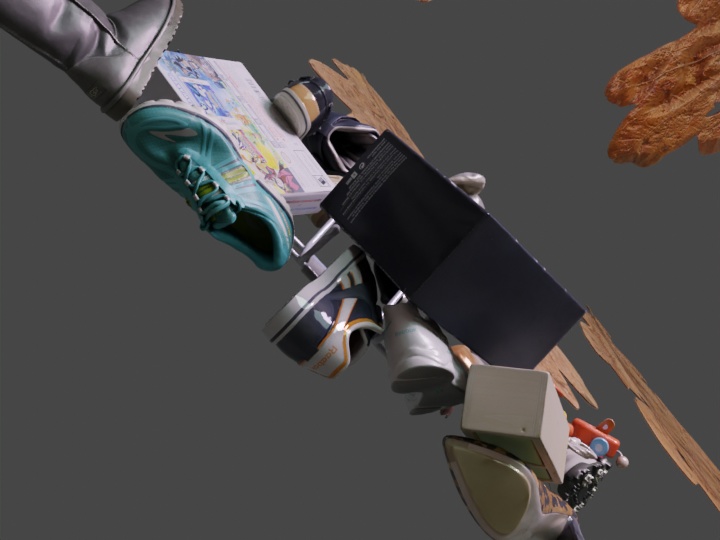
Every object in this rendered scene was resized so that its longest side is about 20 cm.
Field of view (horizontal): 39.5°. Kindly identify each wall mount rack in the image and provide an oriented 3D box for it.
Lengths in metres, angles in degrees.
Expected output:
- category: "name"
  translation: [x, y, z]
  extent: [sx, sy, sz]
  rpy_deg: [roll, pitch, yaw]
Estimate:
- category: "wall mount rack"
  translation: [0.000, 0.000, 1.087]
  extent: [0.200, 0.075, 0.174]
  rpy_deg: [47, 11, -7]

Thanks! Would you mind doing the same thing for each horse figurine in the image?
- category: "horse figurine"
  translation: [0.128, 0.135, 1.164]
  extent: [0.133, 0.050, 0.200]
  rpy_deg: [62, 15, 24]

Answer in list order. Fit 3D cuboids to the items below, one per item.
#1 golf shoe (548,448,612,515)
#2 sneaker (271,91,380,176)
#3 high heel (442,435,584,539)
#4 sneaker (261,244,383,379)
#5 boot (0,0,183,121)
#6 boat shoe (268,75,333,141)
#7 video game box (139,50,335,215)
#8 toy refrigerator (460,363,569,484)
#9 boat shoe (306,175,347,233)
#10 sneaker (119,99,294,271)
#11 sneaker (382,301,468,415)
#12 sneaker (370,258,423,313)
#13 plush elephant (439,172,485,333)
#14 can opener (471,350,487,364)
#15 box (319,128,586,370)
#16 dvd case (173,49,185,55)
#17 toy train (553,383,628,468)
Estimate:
- category: "golf shoe"
  translation: [0.244, 0.243, 1.210]
  extent: [0.088, 0.077, 0.200]
  rpy_deg: [35, 3, 18]
- category: "sneaker"
  translation: [-0.021, -0.157, 1.348]
  extent: [0.146, 0.077, 0.202]
  rpy_deg: [27, -3, 34]
- category: "high heel"
  translation: [0.141, 0.214, 0.977]
  extent: [0.200, 0.071, 0.143]
  rpy_deg: [43, 2, -9]
- category: "sneaker"
  translation: [-0.021, 0.041, 0.901]
  extent: [0.079, 0.078, 0.200]
  rpy_deg: [43, 24, 0]
- category: "boot"
  translation: [-0.266, -0.250, 0.902]
  extent: [0.200, 0.072, 0.182]
  rpy_deg: [37, 40, -25]
- category: "boat shoe"
  translation: [-0.078, -0.188, 1.204]
  extent: [0.075, 0.062, 0.200]
  rpy_deg: [56, -15, -6]
- category: "video game box"
  translation: [-0.133, -0.143, 1.066]
  extent: [0.200, 0.047, 0.182]
  rpy_deg: [53, 22, 13]
- category: "toy refrigerator"
  translation: [0.156, 0.158, 0.988]
  extent: [0.200, 0.076, 0.070]
  rpy_deg: [55, 43, -62]
- category: "boat shoe"
  translation: [-0.026, -0.094, 1.288]
  extent: [0.065, 0.072, 0.200]
  rpy_deg: [51, 18, 12]
- category: "sneaker"
  translation: [-0.130, -0.076, 0.903]
  extent: [0.200, 0.077, 0.080]
  rpy_deg: [41, 24, -27]
- category: "sneaker"
  translation: [0.064, 0.085, 0.949]
  extent: [0.200, 0.070, 0.081]
  rpy_deg: [62, 12, -66]
- category: "sneaker"
  translation: [0.046, -0.045, 1.231]
  extent: [0.080, 0.073, 0.201]
  rpy_deg: [-7, 84, -58]
- category: "plush elephant"
  translation: [0.125, -0.036, 1.337]
  extent: [0.200, 0.155, 0.165]
  rpy_deg: [47, -11, 13]
- category: "can opener"
  translation: [0.170, 0.087, 1.467]
  extent: [0.200, 0.053, 0.067]
  rpy_deg: [-115, -169, -52]
- category: "box"
  translation: [0.090, -0.012, 0.972]
  extent: [0.200, 0.104, 0.182]
  rpy_deg: [38, 8, -43]
- category: "dvd case"
  translation: [-0.154, -0.173, 1.208]
  extent: [0.146, 0.022, 0.200]
  rpy_deg: [36, 19, -42]
- category: "toy train"
  translation: [0.251, 0.174, 1.186]
  extent: [0.150, 0.056, 0.200]
  rpy_deg: [30, 1, 23]
